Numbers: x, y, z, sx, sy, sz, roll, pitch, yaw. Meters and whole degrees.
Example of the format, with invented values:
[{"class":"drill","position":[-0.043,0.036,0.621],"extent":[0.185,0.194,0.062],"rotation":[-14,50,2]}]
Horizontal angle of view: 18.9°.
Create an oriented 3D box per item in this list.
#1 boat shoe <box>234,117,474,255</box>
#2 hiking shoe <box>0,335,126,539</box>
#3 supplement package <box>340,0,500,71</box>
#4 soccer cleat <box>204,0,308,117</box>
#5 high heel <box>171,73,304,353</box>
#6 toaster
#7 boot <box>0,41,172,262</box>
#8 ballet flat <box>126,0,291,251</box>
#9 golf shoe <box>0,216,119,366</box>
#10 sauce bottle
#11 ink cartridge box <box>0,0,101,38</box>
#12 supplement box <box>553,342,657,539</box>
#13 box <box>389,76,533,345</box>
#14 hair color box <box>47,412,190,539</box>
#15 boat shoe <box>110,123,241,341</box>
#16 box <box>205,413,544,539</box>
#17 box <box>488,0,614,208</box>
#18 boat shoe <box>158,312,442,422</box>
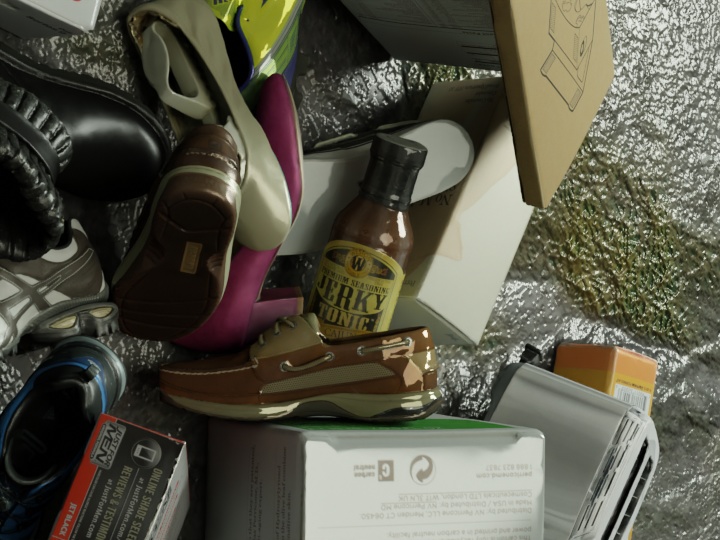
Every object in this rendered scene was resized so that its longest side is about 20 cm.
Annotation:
[{"class":"boat shoe","position":[-0.014,-0.064,1.623],"extent":[0.199,0.064,0.071],"rotation":[-18,104,-17]},{"class":"hiking shoe","position":[-0.226,0.130,1.385],"extent":[0.074,0.087,0.200],"rotation":[31,99,-1]},{"class":"supplement package","position":[0.076,-0.271,1.609],"extent":[0.200,0.147,0.192],"rotation":[39,62,-63]},{"class":"soccer cleat","position":[-0.078,-0.205,1.570],"extent":[0.084,0.065,0.201],"rotation":[7,85,-36]},{"class":"high heel","position":[-0.090,-0.040,1.544],"extent":[0.096,0.067,0.201],"rotation":[-1,106,-6]},{"class":"toaster","position":[0.154,0.164,1.722],"extent":[0.200,0.129,0.114],"rotation":[-62,156,-23]},{"class":"boot","position":[-0.200,-0.065,1.394],"extent":[0.211,0.158,0.080],"rotation":[22,115,-34]},{"class":"ballet flat","position":[-0.110,-0.104,1.502],"extent":[0.069,0.069,0.200],"rotation":[-8,67,-42]},{"class":"golf shoe","position":[-0.249,0.018,1.415],"extent":[0.200,0.078,0.095],"rotation":[-17,99,-52]},{"class":"sauce bottle","position":[0.000,0.000,1.575],"extent":[0.065,0.065,0.201],"rotation":[5,105,-42]},{"class":"ink cartridge box","position":[-0.227,-0.270,1.418],"extent":[0.146,0.084,0.201],"rotation":[24,74,-40]},{"class":"supplement box","position":[0.193,0.165,1.818],"extent":[0.069,0.066,0.201],"rotation":[21,77,-44]},{"class":"box","position":[0.073,-0.045,1.689],"extent":[0.078,0.095,0.200],"rotation":[38,65,-35]},{"class":"hair color box","position":[-0.157,0.169,1.419],"extent":[0.061,0.200,0.102],"rotation":[20,72,2]},{"class":"boat shoe","position":[-0.118,-0.026,1.467],"extent":[0.074,0.202,0.075],"rotation":[15,55,-14]},{"class":"box","position":[0.008,0.205,1.552],"extent":[0.198,0.171,0.201],"rotation":[1,89,-27]},{"class":"box","position":[0.144,-0.172,1.589],"extent":[0.164,0.021,0.200],"rotation":[-58,148,-38]},{"class":"boat shoe","position":[-0.042,0.066,1.525],"extent":[0.199,0.076,0.074],"rotation":[1,96,-5]}]
